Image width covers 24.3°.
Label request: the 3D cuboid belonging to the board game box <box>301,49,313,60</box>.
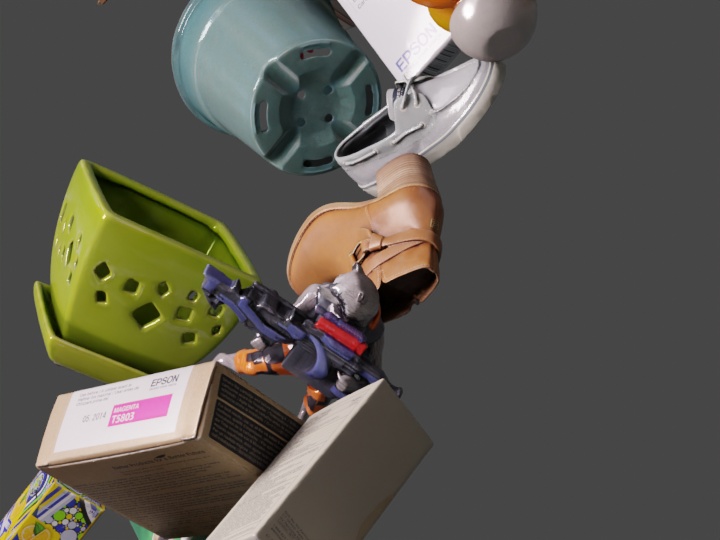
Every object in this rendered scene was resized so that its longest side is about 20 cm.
[{"bbox_3d":[-0.082,-0.279,2.038,0.159,0.039,0.201,-54,19,22],"label":"board game box"}]

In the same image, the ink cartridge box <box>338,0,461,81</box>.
[{"bbox_3d":[0.062,-0.316,1.674,0.197,0.043,0.201,-48,64,24],"label":"ink cartridge box"}]

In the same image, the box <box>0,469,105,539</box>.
[{"bbox_3d":[-0.369,0.305,1.872,0.201,0.070,0.064,-51,23,16],"label":"box"}]

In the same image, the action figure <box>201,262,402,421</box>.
[{"bbox_3d":[-0.059,0.050,1.443,0.193,0.200,0.105,-39,18,39],"label":"action figure"}]

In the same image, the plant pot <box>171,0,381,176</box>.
[{"bbox_3d":[-0.079,-0.204,1.781,0.201,0.199,0.196,-55,33,8],"label":"plant pot"}]

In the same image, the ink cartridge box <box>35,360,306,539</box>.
[{"bbox_3d":[-0.145,0.157,1.415,0.198,0.164,0.076,-13,52,38],"label":"ink cartridge box"}]

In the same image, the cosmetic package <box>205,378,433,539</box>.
[{"bbox_3d":[-0.038,0.181,1.291,0.103,0.073,0.200,-31,11,44],"label":"cosmetic package"}]

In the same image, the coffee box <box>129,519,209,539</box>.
[{"bbox_3d":[-0.150,0.233,1.570,0.124,0.044,0.200,-58,25,2],"label":"coffee box"}]

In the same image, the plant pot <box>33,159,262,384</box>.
[{"bbox_3d":[-0.246,0.021,1.823,0.183,0.198,0.199,-62,24,10],"label":"plant pot"}]

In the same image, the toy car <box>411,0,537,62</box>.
[{"bbox_3d":[0.116,-0.306,1.506,0.199,0.149,0.176,-39,49,23],"label":"toy car"}]

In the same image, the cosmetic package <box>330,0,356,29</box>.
[{"bbox_3d":[0.007,-0.340,1.857,0.199,0.103,0.088,-2,59,63],"label":"cosmetic package"}]

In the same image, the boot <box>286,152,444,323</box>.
[{"bbox_3d":[0.000,0.000,1.522,0.200,0.073,0.156,-46,31,32],"label":"boot"}]

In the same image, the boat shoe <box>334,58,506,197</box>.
[{"bbox_3d":[0.051,-0.144,1.584,0.200,0.071,0.071,-38,31,35],"label":"boat shoe"}]
